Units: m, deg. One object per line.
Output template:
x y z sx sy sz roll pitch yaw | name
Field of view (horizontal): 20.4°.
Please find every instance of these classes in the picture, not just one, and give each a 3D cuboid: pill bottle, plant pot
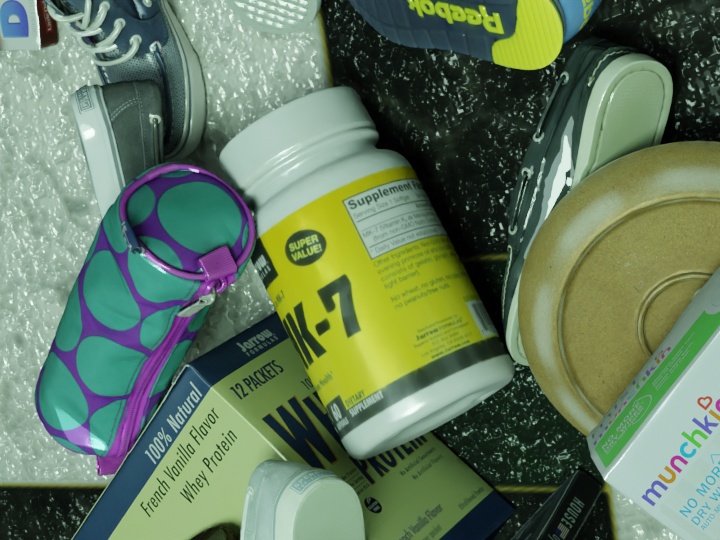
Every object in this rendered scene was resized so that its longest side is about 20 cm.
0.000 0.000 1.195 0.114 0.114 0.201 -34 78 32 | pill bottle
0.186 0.027 1.117 0.198 0.028 0.202 3 113 6 | plant pot

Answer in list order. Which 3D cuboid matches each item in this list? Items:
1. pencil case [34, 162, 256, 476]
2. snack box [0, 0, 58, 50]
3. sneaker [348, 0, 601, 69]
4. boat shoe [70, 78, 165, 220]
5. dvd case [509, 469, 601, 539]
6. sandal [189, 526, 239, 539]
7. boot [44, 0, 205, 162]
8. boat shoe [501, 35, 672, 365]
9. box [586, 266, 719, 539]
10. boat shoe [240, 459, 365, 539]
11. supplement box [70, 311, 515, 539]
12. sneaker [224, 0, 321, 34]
-0.134 0.030 1.214 0.093 0.084 0.201 62 142 29 | pencil case
-0.244 -0.246 1.314 0.071 0.024 0.202 2 106 27 | snack box
0.060 -0.173 1.148 0.199 0.082 0.074 25 145 39 | sneaker
-0.133 -0.039 1.278 0.066 0.070 0.201 -16 127 -7 | boat shoe
0.063 0.222 1.212 0.025 0.150 0.200 38 120 3 | dvd case
-0.130 0.227 1.218 0.055 0.082 0.200 42 116 -15 | sandal
-0.164 -0.159 1.257 0.072 0.090 0.202 -14 98 31 | boot
0.118 -0.043 1.156 0.066 0.074 0.201 47 134 46 | boat shoe
0.247 0.071 1.041 0.176 0.097 0.201 38 98 -5 | box
-0.036 0.204 1.160 0.071 0.070 0.203 21 117 50 | boat shoe
-0.051 0.172 1.268 0.200 0.134 0.201 42 120 11 | supplement box
-0.062 -0.247 1.195 0.075 0.105 0.201 -5 132 24 | sneaker
